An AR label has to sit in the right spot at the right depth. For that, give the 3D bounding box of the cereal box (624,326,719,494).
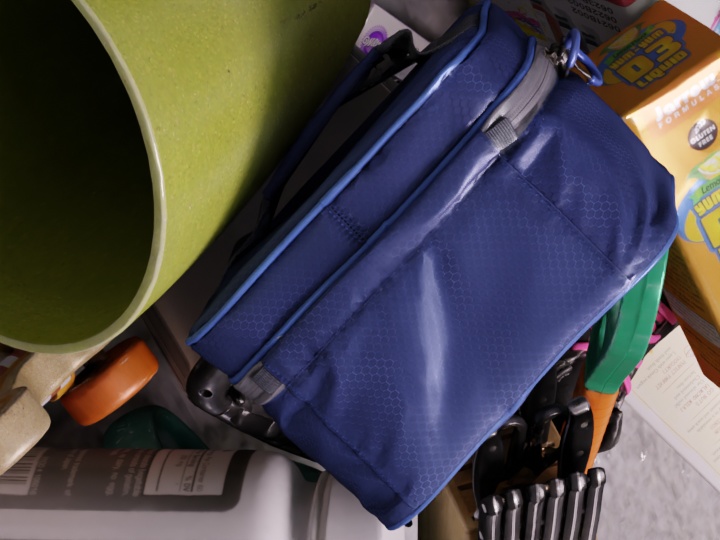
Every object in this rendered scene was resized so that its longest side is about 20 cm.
[{"bbox_3d":[0.207,0.035,1.342,0.144,0.040,0.200,-45,102,6],"label":"cereal box"}]

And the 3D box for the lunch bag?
[{"bbox_3d":[0.028,-0.016,1.023,0.200,0.132,0.136,-48,-174,14],"label":"lunch bag"}]

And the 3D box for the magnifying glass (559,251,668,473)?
[{"bbox_3d":[0.112,0.034,1.155,0.200,0.022,0.080,98,0,-51],"label":"magnifying glass"}]

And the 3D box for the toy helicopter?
[{"bbox_3d":[-0.159,0.060,1.069,0.132,0.200,0.079,-36,99,1],"label":"toy helicopter"}]

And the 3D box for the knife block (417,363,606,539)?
[{"bbox_3d":[0.063,0.103,1.210,0.064,0.200,0.176,-12,91,-12],"label":"knife block"}]

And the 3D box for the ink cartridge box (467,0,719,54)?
[{"bbox_3d":[0.140,-0.165,1.256,0.145,0.145,0.200,-47,140,-14],"label":"ink cartridge box"}]

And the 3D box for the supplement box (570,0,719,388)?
[{"bbox_3d":[0.166,-0.024,1.188,0.066,0.069,0.200,-35,121,-6],"label":"supplement box"}]

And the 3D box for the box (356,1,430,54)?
[{"bbox_3d":[0.038,-0.088,1.281,0.200,0.041,0.039,29,92,-51],"label":"box"}]

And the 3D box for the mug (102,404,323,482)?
[{"bbox_3d":[-0.050,0.155,1.260,0.114,0.151,0.186,-68,161,-76],"label":"mug"}]

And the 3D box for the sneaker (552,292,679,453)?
[{"bbox_3d":[0.116,0.042,1.266,0.200,0.088,0.074,-40,123,13],"label":"sneaker"}]

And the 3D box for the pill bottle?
[{"bbox_3d":[-0.083,0.137,1.141,0.114,0.199,0.115,1,90,-83],"label":"pill bottle"}]

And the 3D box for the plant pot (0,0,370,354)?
[{"bbox_3d":[-0.088,-0.093,1.043,0.200,0.187,0.188,-35,137,-44],"label":"plant pot"}]

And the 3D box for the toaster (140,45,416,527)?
[{"bbox_3d":[0.000,0.000,1.198,0.200,0.119,0.181,-50,139,14],"label":"toaster"}]
